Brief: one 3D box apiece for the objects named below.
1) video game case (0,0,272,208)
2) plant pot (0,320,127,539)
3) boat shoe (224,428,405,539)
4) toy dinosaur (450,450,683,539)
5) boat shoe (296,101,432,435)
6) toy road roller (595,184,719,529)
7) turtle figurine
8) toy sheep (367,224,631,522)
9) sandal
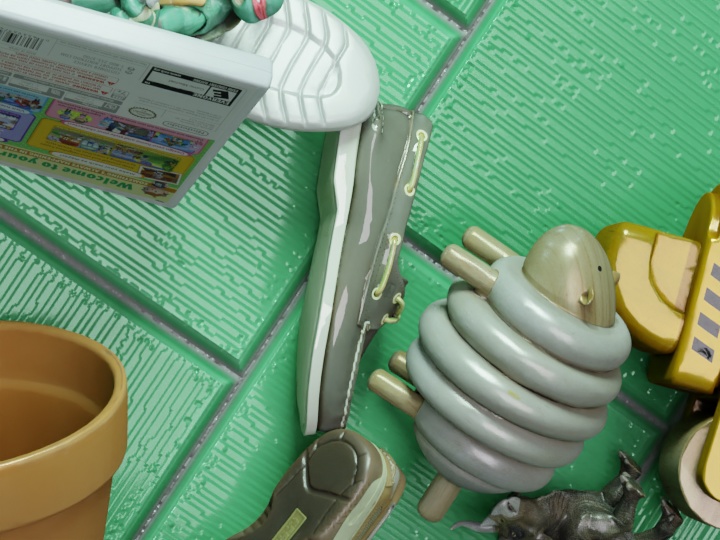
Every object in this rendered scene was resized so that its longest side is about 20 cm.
[{"bbox_3d":[-0.169,-0.099,1.606,0.199,0.182,0.022,14,65,-16],"label":"video game case"},{"bbox_3d":[-0.221,0.131,1.610,0.199,0.200,0.141,-11,113,-14],"label":"plant pot"},{"bbox_3d":[-0.046,0.187,1.718,0.200,0.072,0.076,-44,143,7],"label":"boat shoe"},{"bbox_3d":[0.152,0.180,1.779,0.102,0.077,0.200,-41,113,11],"label":"toy dinosaur"},{"bbox_3d":[0.001,0.000,1.713,0.060,0.072,0.203,9,88,-11],"label":"boat shoe"},{"bbox_3d":[0.201,0.047,1.752,0.145,0.123,0.201,16,87,-3],"label":"toy road roller"},{"bbox_3d":[-0.116,-0.170,1.622,0.198,0.150,0.101,3,137,13],"label":"turtle figurine"},{"bbox_3d":[0.084,0.061,1.697,0.137,0.138,0.201,23,112,-16],"label":"toy sheep"},{"bbox_3d":[-0.087,-0.128,1.693,0.201,0.050,0.083,13,73,-3],"label":"sandal"}]
